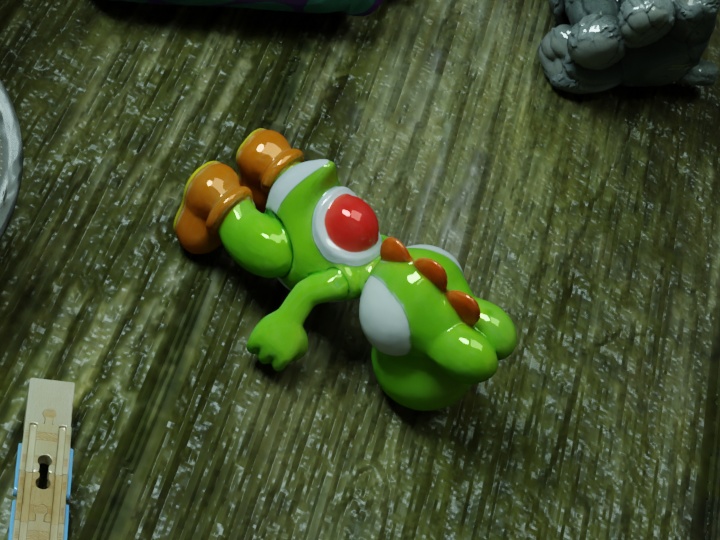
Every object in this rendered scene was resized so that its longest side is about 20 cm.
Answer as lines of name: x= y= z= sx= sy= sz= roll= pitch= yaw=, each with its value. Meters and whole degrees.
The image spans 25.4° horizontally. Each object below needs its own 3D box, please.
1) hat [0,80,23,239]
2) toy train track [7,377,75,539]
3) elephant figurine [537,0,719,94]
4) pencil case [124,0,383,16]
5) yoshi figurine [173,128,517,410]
hat: x=-0.270 y=-0.049 z=0.786 sx=0.199 sy=0.081 sz=0.203 roll=5 pitch=72 yaw=-15
toy train track: x=-0.152 y=0.138 z=0.743 sx=0.114 sy=0.033 sz=0.201 roll=7 pitch=45 yaw=-13
elephant figurine: x=0.172 y=-0.235 z=1.126 sx=0.140 sy=0.155 sz=0.202 roll=-15 pitch=69 yaw=-10
pencil case: x=-0.077 y=-0.214 z=1.020 sx=0.198 sy=0.085 sz=0.093 roll=0 pitch=88 yaw=-28
yoshi figurine: x=-0.005 y=0.013 z=0.891 sx=0.199 sy=0.113 sz=0.112 roll=34 pitch=4 yaw=21
